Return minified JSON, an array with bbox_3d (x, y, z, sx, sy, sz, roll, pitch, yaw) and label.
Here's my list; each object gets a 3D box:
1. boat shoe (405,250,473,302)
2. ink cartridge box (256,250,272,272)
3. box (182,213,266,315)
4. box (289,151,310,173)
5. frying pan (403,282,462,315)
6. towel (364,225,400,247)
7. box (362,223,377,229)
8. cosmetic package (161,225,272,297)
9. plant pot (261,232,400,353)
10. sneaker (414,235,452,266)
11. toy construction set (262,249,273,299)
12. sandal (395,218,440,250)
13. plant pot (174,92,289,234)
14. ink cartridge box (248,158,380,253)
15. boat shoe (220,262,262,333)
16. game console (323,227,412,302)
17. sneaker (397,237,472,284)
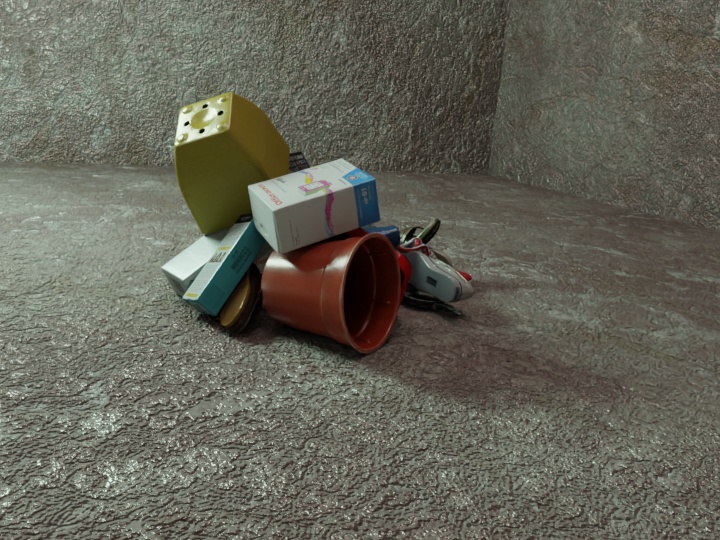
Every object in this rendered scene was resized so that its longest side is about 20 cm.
[{"bbox_3d":[0.166,0.012,1.414,0.065,0.073,0.199,3,15,-31],"label":"boat shoe"},{"bbox_3d":[-0.252,-0.098,1.502,0.084,0.204,0.146,-3,8,30],"label":"ink cartridge box"},{"bbox_3d":[-0.245,-0.014,1.235,0.049,0.202,0.082,42,-22,-27],"label":"box"},{"bbox_3d":[-0.153,-0.192,1.553,0.044,0.162,0.200,-29,3,23],"label":"box"},{"bbox_3d":[0.162,0.064,1.401,0.188,0.032,0.114,22,22,37],"label":"frying pan"},{"bbox_3d":[-0.013,-0.061,1.461,0.196,0.050,0.112,-10,-3,-8],"label":"towel"},{"bbox_3d":[-0.061,-0.061,1.617,0.192,0.120,0.200,3,14,-9],"label":"box"},{"bbox_3d":[-0.285,-0.026,1.327,0.199,0.072,0.101,-41,38,-25],"label":"cosmetic package"},{"bbox_3d":[-0.059,0.032,1.170,0.192,0.205,0.200,5,13,31],"label":"plant pot"},{"bbox_3d":[0.157,-0.043,1.699,0.197,0.078,0.111,7,23,30],"label":"sneaker"},{"bbox_3d":[-0.137,0.012,1.380,0.128,0.094,0.201,8,26,-10],"label":"toy construction set"},{"bbox_3d":[0.107,-0.068,1.605,0.199,0.058,0.080,-34,-10,16],"label":"sandal"},{"bbox_3d":[-0.267,-0.228,1.310,0.192,0.201,0.197,-14,50,12],"label":"plant pot"},{"bbox_3d":[-0.085,-0.119,1.180,0.197,0.086,0.144,-21,31,-20],"label":"ink cartridge box"},{"bbox_3d":[-0.209,0.051,1.226,0.070,0.070,0.201,-34,28,19],"label":"boat shoe"},{"bbox_3d":[0.003,-0.013,1.289,0.198,0.178,0.031,33,61,13],"label":"game console"},{"bbox_3d":[0.173,-0.017,1.538,0.196,0.115,0.071,2,16,-13],"label":"sneaker"}]
